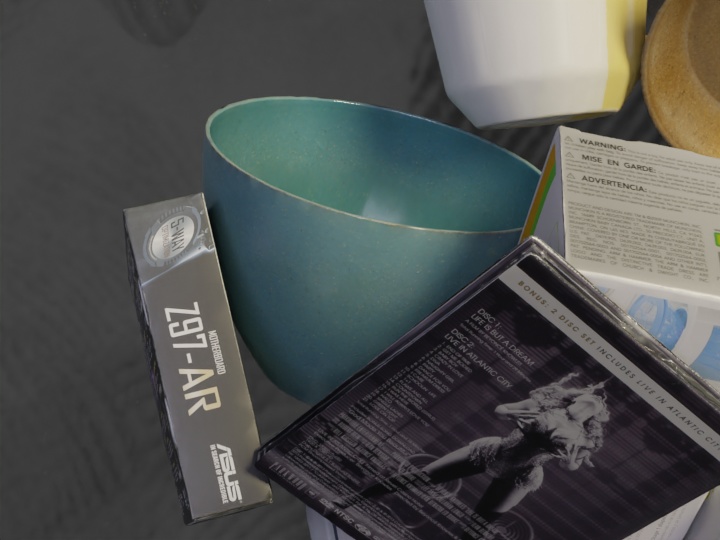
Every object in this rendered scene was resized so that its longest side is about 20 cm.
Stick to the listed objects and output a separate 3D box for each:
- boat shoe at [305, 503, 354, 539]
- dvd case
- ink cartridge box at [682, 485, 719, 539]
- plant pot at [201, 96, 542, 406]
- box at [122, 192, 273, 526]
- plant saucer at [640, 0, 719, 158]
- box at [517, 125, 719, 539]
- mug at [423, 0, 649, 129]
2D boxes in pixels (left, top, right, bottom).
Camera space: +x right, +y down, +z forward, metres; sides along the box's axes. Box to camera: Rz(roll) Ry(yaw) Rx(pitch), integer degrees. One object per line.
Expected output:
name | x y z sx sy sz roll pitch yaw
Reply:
boat shoe | 0.025 0.199 0.813 0.066 0.073 0.202 -30 74 36
dvd case | 0.064 0.083 0.683 0.148 0.016 0.200 38 129 -16
ink cartridge box | 0.204 0.127 0.768 0.086 0.145 0.203 11 79 -5
plant pot | 0.000 0.000 0.832 0.198 0.200 0.136 18 112 13
box | -0.094 0.059 0.827 0.043 0.200 0.162 -12 81 -10
plant saucer | 0.251 -0.122 0.798 0.197 0.201 0.036 -2 49 12
box | 0.122 0.047 0.724 0.111 0.201 0.102 10 42 -3
mug | 0.116 -0.163 0.835 0.184 0.149 0.155 -5 92 22
